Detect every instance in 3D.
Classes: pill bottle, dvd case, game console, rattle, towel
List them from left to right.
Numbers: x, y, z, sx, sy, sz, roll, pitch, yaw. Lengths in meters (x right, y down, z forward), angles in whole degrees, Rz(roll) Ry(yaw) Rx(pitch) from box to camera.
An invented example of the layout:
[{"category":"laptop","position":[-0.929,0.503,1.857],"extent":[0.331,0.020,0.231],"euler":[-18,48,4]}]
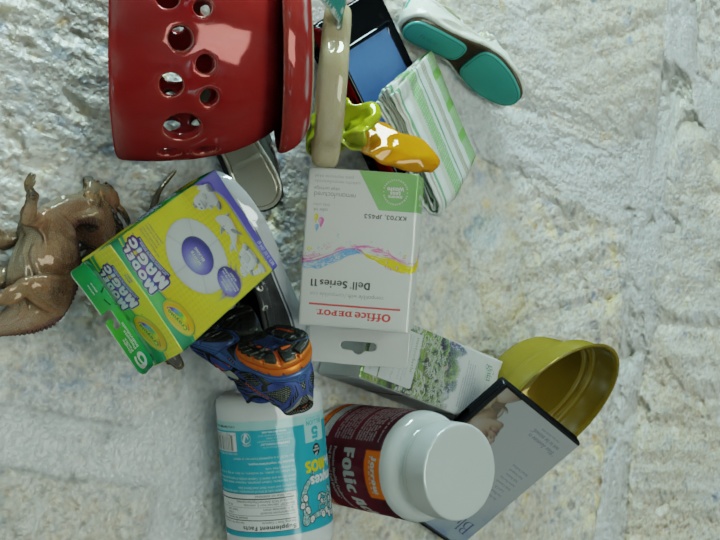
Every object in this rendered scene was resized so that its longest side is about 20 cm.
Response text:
[{"category":"pill bottle","position":[-0.085,0.220,1.161],"extent":[0.110,0.110,0.202],"euler":[-6,92,-37]},{"category":"rattle","position":[0.014,-0.197,1.093],"extent":[0.130,0.142,0.202],"euler":[-47,147,-70]},{"category":"game console","position":[0.031,-0.198,1.264],"extent":[0.172,0.118,0.201],"euler":[-38,110,-31]},{"category":"pill bottle","position":[0.040,0.202,1.199],"extent":[0.114,0.199,0.115],"euler":[2,86,-36]},{"category":"towel","position":[0.077,-0.157,1.283],"extent":[0.150,0.031,0.200],"euler":[67,23,-15]},{"category":"dvd case","position":[0.136,0.224,1.308],"extent":[0.200,0.018,0.142],"euler":[-44,120,15]}]

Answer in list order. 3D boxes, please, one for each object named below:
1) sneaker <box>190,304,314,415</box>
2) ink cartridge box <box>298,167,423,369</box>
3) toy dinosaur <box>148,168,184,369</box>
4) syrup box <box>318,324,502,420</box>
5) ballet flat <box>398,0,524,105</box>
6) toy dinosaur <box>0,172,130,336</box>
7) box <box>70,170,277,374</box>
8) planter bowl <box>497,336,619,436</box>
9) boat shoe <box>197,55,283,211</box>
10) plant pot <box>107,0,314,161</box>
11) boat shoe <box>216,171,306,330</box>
[{"category":"sneaker","position":[-0.109,0.090,1.099],"extent":[0.075,0.200,0.079],"euler":[-24,112,-25]},{"category":"ink cartridge box","position":[0.000,0.000,1.165],"extent":[0.116,0.067,0.202],"euler":[4,91,6]},{"category":"toy dinosaur","position":[-0.206,-0.001,1.116],"extent":[0.060,0.106,0.202],"euler":[-2,92,-6]},{"category":"syrup box","position":[0.060,0.110,1.293],"extent":[0.199,0.081,0.079],"euler":[24,75,-34]},{"category":"ballet flat","position":[0.129,-0.274,1.380],"extent":[0.199,0.069,0.070],"euler":[28,72,-32]},{"category":"toy dinosaur","position":[-0.283,-0.005,1.046],"extent":[0.135,0.086,0.201],"euler":[29,77,-39]},{"category":"box","position":[-0.168,-0.001,1.047],"extent":[0.118,0.048,0.200],"euler":[57,39,-10]},{"category":"planter bowl","position":[0.211,0.142,1.381],"extent":[0.199,0.084,0.201],"euler":[-24,139,-22]},{"category":"boat shoe","position":[-0.134,-0.156,1.187],"extent":[0.066,0.057,0.201],"euler":[-21,98,1]},{"category":"plant pot","position":[-0.138,-0.203,1.053],"extent":[0.181,0.200,0.202],"euler":[-2,89,-8]},{"category":"boat shoe","position":[-0.124,-0.001,1.175],"extent":[0.066,0.070,0.201],"euler":[-37,117,-33]}]
